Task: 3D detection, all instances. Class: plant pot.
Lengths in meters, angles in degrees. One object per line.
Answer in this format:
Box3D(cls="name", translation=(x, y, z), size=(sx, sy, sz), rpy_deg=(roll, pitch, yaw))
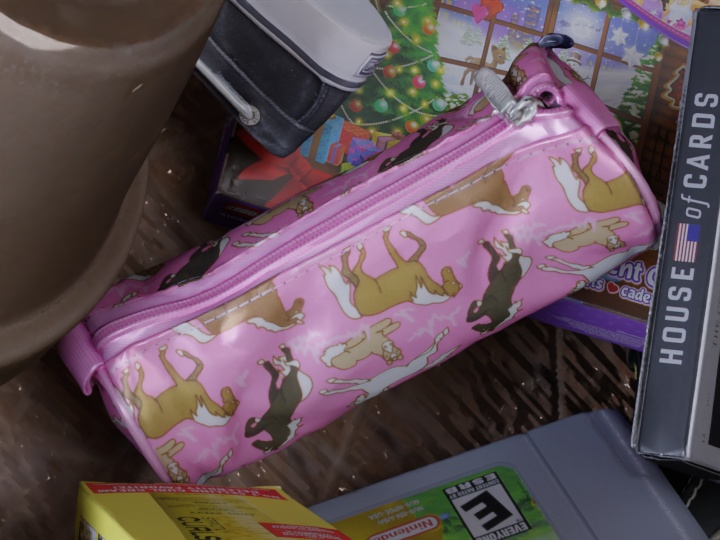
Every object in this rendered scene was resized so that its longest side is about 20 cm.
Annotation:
Box3D(cls="plant pot", translation=(-0.128, -0.077, 0.896), size=(0.199, 0.174, 0.201), rpy_deg=(15, 60, -28))

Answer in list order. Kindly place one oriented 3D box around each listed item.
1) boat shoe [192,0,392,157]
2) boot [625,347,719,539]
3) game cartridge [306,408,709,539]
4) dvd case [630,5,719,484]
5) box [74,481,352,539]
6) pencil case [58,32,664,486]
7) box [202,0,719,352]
Box3D(cls="boat shoe", translation=(-0.082, -0.120, 1.021), size=(0.200, 0.068, 0.072), rpy_deg=(42, 18, -2))
Box3D(cls="boot", translation=(0.108, 0.017, 1.140), size=(0.154, 0.073, 0.204), rpy_deg=(53, 49, -16))
Box3D(cls="game cartridge", translation=(0.031, 0.126, 1.011), size=(0.199, 0.041, 0.134), rpy_deg=(-18, 50, -17))
Box3D(cls="dvd case", translation=(0.150, 0.004, 1.057), size=(0.200, 0.025, 0.151), rpy_deg=(22, 75, -63))
Box3D(cls="box", translation=(-0.038, 0.100, 0.891), size=(0.075, 0.200, 0.050), rpy_deg=(3, 92, -12))
Box3D(cls="pencil case", translation=(0.000, 0.000, 1.002), size=(0.199, 0.083, 0.087), rpy_deg=(-29, 109, 5))
Box3D(cls="box", translation=(0.055, -0.058, 1.084), size=(0.199, 0.039, 0.138), rpy_deg=(16, 73, -8))
